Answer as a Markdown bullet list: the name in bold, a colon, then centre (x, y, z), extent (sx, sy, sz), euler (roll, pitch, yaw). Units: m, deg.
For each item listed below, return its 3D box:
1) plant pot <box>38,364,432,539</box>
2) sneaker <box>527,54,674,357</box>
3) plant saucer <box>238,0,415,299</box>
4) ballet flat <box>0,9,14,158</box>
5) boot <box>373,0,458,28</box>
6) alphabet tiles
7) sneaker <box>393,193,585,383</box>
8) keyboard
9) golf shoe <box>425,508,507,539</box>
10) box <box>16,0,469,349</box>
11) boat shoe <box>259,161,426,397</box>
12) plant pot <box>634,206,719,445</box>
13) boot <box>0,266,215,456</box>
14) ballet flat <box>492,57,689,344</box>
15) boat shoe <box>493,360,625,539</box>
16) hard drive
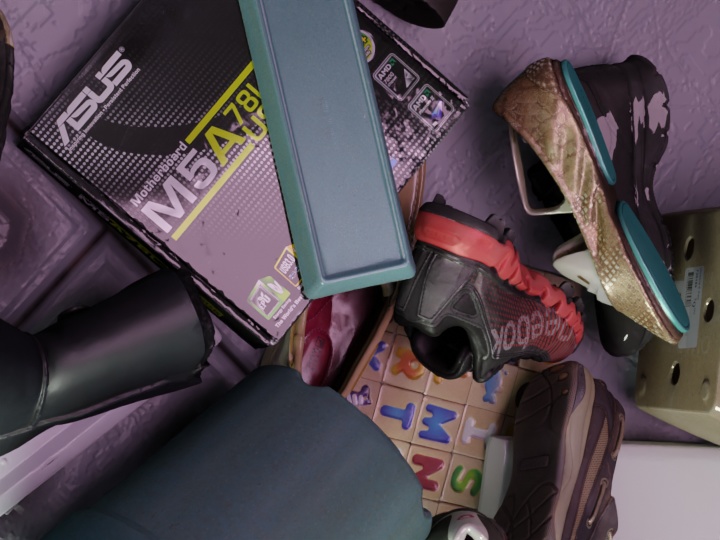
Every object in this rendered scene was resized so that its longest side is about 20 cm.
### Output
- **plant pot**: centre (-0.073, 0.173, 1.314), extent (0.196, 0.200, 0.200), euler (-45, 115, -25)
- **sneaker**: centre (0.156, -0.041, 1.479), extent (0.091, 0.076, 0.200), euler (-5, 92, -18)
- **plant saucer**: centre (-0.019, -0.088, 1.307), extent (0.070, 0.019, 0.200), euler (-12, 86, -16)
- **ballet flat**: centre (-0.235, -0.056, 1.275), extent (0.066, 0.057, 0.200), euler (10, 90, 13)
- **boot**: centre (0.009, -0.261, 1.367), extent (0.200, 0.077, 0.138), euler (39, 73, -40)
- **alphabet tiles**: centre (0.055, 0.085, 1.468), extent (0.167, 0.008, 0.200), euler (16, 88, -29)
- **sneaker**: centre (0.078, 0.030, 1.402), extent (0.200, 0.071, 0.098), euler (37, 76, -57)
- **keyboard**: centre (-0.172, 0.079, 1.343), extent (0.200, 0.011, 0.056), euler (-39, 108, -19)
- **golf shoe**: centre (0.059, 0.244, 1.341), extent (0.077, 0.088, 0.200), euler (-4, 81, -1)
- **box**: centre (-0.068, -0.088, 1.326), extent (0.193, 0.048, 0.200), euler (42, 77, -9)
- **boat shoe**: centre (0.000, 0.000, 1.388), extent (0.074, 0.066, 0.200), euler (19, 87, -20)
- **plant pot**: centre (0.294, 0.038, 1.491), extent (0.177, 0.200, 0.200), euler (8, 87, -15)
- **boot**: centre (-0.169, 0.035, 1.234), extent (0.168, 0.200, 0.077), euler (-23, 66, -10)
- **ballet flat**: centre (0.142, -0.037, 1.418), extent (0.065, 0.071, 0.200), euler (-25, 91, 16)
- **boat shoe**: centre (0.133, 0.159, 1.434), extent (0.073, 0.074, 0.200), euler (25, 71, -27)
- **hard drive**: centre (0.167, 0.182, 1.526), extent (0.200, 0.027, 0.132), euler (5, 94, -31)
